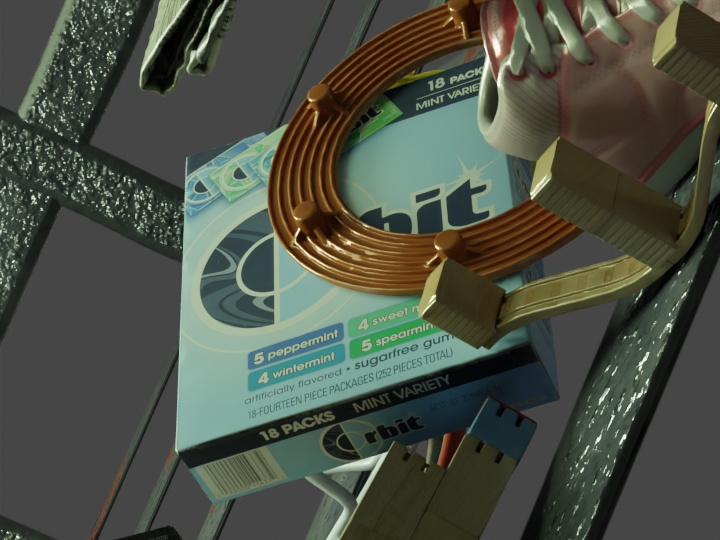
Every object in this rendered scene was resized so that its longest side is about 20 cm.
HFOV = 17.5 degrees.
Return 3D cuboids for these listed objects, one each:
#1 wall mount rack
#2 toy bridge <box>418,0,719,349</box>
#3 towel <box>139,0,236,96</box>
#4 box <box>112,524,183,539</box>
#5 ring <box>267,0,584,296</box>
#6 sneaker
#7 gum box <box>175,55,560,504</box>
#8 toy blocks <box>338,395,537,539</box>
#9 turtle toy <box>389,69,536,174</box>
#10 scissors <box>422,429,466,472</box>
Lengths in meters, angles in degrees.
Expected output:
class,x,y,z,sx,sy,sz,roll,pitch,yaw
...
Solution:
class,x,y,z,sx,sy,sz,roll,pitch,yaw
wall mount rack,-0.029,0.116,1.223,0.200,0.074,0.174,-56,-1,-45
toy bridge,0.101,-0.027,0.934,0.200,0.067,0.027,-48,18,44
towel,-0.033,-0.191,1.002,0.193,0.034,0.201,-53,19,46
box,-0.064,0.205,0.926,0.200,0.060,0.117,-135,39,-54
ring,0.046,-0.068,1.093,0.200,0.019,0.201,-16,43,15
sneaker,0.110,-0.103,0.938,0.200,0.104,0.076,123,156,-51
gum box,0.000,0.000,1.099,0.169,0.045,0.200,-18,42,14
toy blocks,0.010,0.136,1.011,0.137,0.100,0.200,-57,-5,-48
turtle toy,0.014,-0.034,1.233,0.101,0.199,0.146,57,-132,-46
scissors,0.025,0.139,1.127,0.073,0.014,0.200,-58,9,32
